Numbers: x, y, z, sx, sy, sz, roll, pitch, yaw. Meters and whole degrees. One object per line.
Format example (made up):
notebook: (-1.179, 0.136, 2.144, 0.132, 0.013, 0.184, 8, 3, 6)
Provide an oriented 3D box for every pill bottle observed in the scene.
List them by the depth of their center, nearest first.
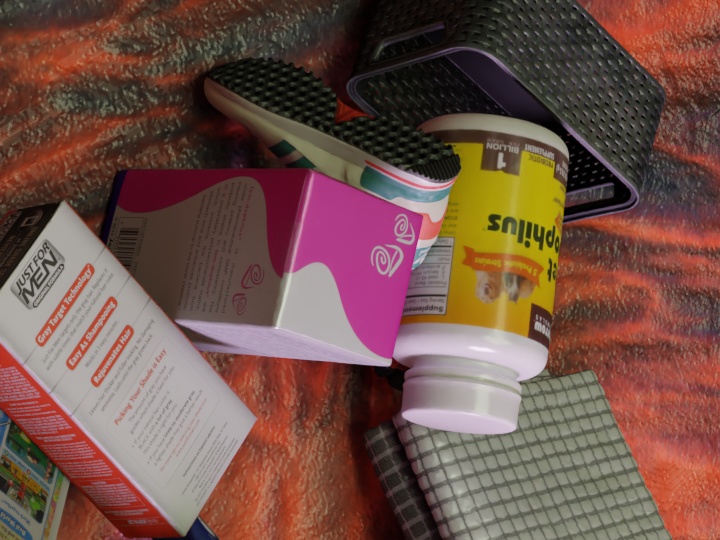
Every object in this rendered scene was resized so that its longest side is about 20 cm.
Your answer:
pill bottle: (0.077, 0.004, 1.643, 0.109, 0.109, 0.201, 18, 74, -39)

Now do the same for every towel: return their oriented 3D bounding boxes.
towel: (0.110, 0.162, 1.758, 0.200, 0.086, 0.166, -11, 70, -43)

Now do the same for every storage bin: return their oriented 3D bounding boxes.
storage bin: (0.104, -0.125, 1.727, 0.200, 0.135, 0.094, 40, 55, -33)

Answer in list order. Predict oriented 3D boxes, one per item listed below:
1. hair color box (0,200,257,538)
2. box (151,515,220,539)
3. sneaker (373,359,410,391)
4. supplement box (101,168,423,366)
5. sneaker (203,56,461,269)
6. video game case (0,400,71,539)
hair color box: (-0.161, 0.063, 1.507, 0.200, 0.061, 0.102, 51, 53, -27)
box: (-0.080, 0.221, 1.563, 0.032, 0.200, 0.121, -37, 119, 2)
sneaker: (0.000, 0.000, 1.713, 0.200, 0.074, 0.087, 44, 41, -28)
supplement box: (-0.069, -0.003, 1.555, 0.103, 0.200, 0.102, 20, 79, -38)
sneaker: (-0.028, -0.067, 1.614, 0.070, 0.199, 0.094, -28, 138, -50)
video game case: (-0.247, 0.078, 1.473, 0.200, 0.024, 0.182, 45, 35, -32)
